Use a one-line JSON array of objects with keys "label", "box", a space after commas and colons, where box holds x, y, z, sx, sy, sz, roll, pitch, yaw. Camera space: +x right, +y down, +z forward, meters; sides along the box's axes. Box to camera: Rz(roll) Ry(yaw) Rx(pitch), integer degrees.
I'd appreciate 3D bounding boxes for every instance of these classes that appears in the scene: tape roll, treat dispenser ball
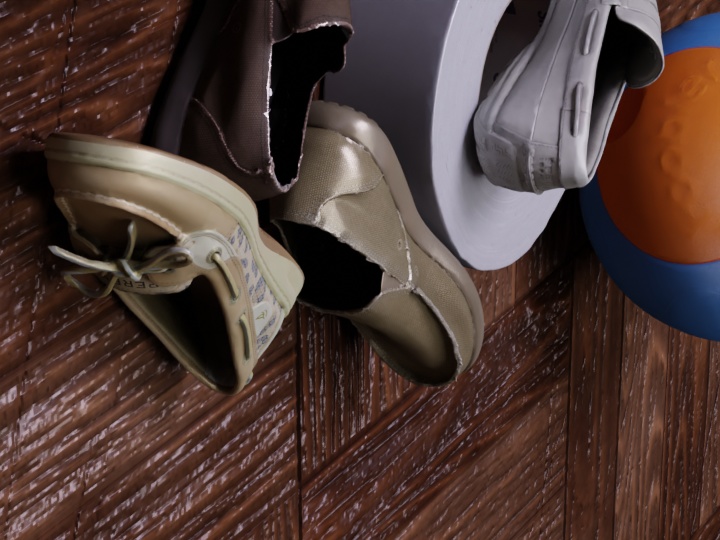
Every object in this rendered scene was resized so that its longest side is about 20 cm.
[{"label": "tape roll", "box": [0.057, -0.104, 1.225, 0.200, 0.066, 0.202, -33, 130, -53]}, {"label": "treat dispenser ball", "box": [0.232, -0.056, 1.428, 0.201, 0.200, 0.202, -35, 132, -52]}]

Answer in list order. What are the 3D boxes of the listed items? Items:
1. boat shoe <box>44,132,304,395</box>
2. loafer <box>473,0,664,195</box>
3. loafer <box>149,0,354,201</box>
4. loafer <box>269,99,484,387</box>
[{"label": "boat shoe", "box": [-0.079, -0.002, 1.004, 0.200, 0.073, 0.063, 43, 61, -60]}, {"label": "loafer", "box": [0.127, -0.117, 1.202, 0.201, 0.069, 0.070, -61, 149, -27]}, {"label": "loafer", "box": [-0.028, -0.117, 1.050, 0.073, 0.071, 0.202, 28, 77, -62]}, {"label": "loafer", "box": [0.000, 0.000, 1.162, 0.068, 0.076, 0.200, -59, 139, -26]}]
